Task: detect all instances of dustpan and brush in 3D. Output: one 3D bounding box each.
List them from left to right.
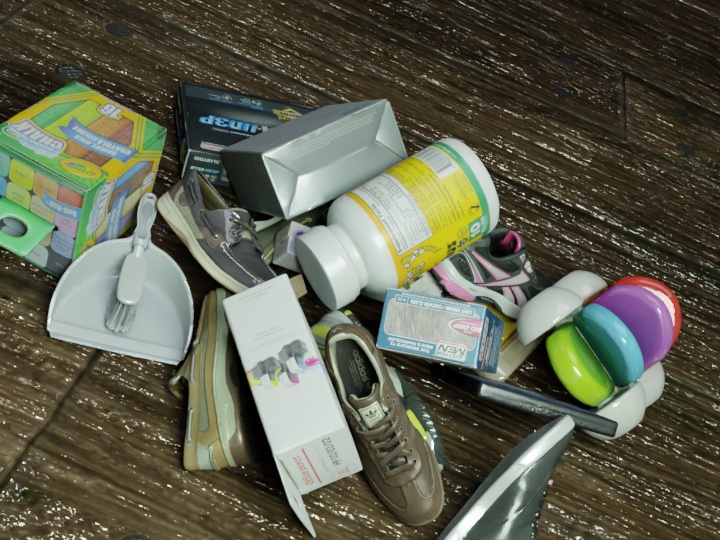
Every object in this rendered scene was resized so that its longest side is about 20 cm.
[{"bbox_3d":[-0.232,-0.005,1.016,0.138,0.058,0.201,14,36,-14],"label":"dustpan and brush"}]

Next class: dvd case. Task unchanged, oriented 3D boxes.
[{"bbox_3d":[0.159,0.129,1.012,0.141,0.018,0.200,17,-2,-8],"label":"dvd case"}]

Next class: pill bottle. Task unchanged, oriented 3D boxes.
[{"bbox_3d":[0.036,-0.045,1.027,0.199,0.113,0.113,-31,59,-17],"label":"pill bottle"}]

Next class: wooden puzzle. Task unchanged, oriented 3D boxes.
[{"bbox_3d":[0.144,0.033,1.208,0.184,0.037,0.200,37,38,15],"label":"wooden puzzle"}]

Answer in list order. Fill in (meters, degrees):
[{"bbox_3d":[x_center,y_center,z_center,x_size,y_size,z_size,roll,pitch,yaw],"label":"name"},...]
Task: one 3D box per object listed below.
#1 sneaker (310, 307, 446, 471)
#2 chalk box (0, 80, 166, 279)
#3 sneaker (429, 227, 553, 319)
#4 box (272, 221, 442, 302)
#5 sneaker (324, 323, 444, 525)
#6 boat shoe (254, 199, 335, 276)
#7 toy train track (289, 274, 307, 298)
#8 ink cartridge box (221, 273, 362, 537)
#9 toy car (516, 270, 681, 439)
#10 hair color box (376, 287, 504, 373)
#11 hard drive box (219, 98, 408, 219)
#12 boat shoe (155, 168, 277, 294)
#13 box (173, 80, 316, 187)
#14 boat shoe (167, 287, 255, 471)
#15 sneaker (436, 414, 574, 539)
[{"bbox_3d":[0.010,0.132,0.999,0.076,0.076,0.200,-35,65,-15],"label":"sneaker"},{"bbox_3d":[-0.310,-0.086,1.017,0.123,0.125,0.200,28,36,4],"label":"chalk box"},{"bbox_3d":[0.171,-0.003,1.152,0.199,0.087,0.081,11,36,-47],"label":"sneaker"},{"bbox_3d":[0.000,0.000,1.098,0.198,0.041,0.039,20,62,-24],"label":"box"},{"bbox_3d":[0.013,0.144,0.920,0.202,0.070,0.076,64,8,14],"label":"sneaker"},{"bbox_3d":[-0.076,-0.036,1.139,0.060,0.072,0.201,41,45,18],"label":"boat shoe"},{"bbox_3d":[-0.094,0.076,1.011,0.114,0.033,0.201,-23,56,5],"label":"toy train track"},{"bbox_3d":[-0.054,0.121,0.886,0.067,0.115,0.201,-21,60,-3],"label":"ink cartridge box"},{"bbox_3d":[0.284,0.075,1.106,0.176,0.150,0.199,57,32,8],"label":"toy car"},{"bbox_3d":[0.087,0.064,1.008,0.099,0.061,0.200,10,-5,14],"label":"hair color box"},{"bbox_3d":[-0.058,-0.129,1.127,0.155,0.078,0.200,-25,16,-15],"label":"hard drive box"},{"bbox_3d":[-0.139,-0.037,1.021,0.200,0.065,0.072,43,13,36],"label":"boat shoe"},{"bbox_3d":[-0.138,-0.167,1.281,0.198,0.046,0.160,9,39,-22],"label":"box"},{"bbox_3d":[-0.146,0.098,0.936,0.075,0.072,0.201,-14,43,3],"label":"boat shoe"},{"bbox_3d":[0.147,0.229,0.886,0.099,0.071,0.200,41,83,7],"label":"sneaker"}]
